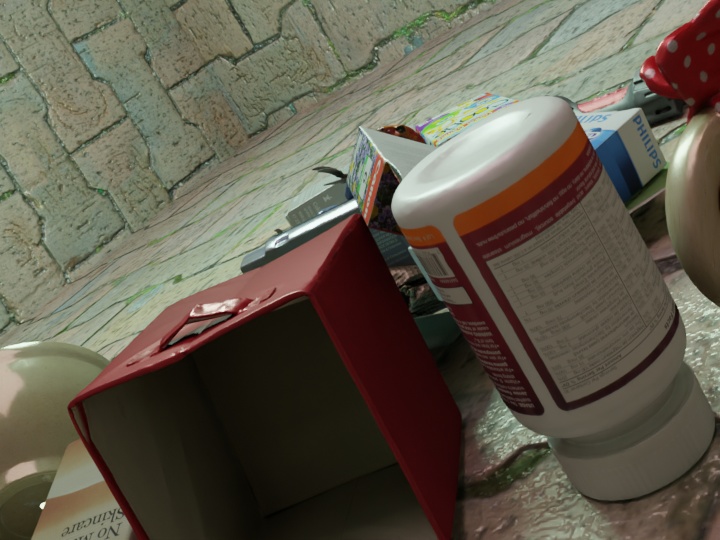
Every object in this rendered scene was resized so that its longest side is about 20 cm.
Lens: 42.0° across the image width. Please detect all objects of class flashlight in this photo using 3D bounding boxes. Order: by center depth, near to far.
[{"bbox_3d":[0.273,-0.188,1.068,0.199,0.068,0.068,-17,27,50],"label":"flashlight"}]

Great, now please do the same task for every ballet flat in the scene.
[{"bbox_3d":[-0.018,0.036,0.844,0.197,0.068,0.046,-10,19,15],"label":"ballet flat"}]

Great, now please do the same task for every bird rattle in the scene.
[{"bbox_3d":[0.235,-0.056,0.534,0.112,0.199,0.165,-6,54,59],"label":"bird rattle"}]

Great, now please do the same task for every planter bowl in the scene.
[{"bbox_3d":[-0.309,0.190,0.903,0.199,0.201,0.135,-32,42,1],"label":"planter bowl"}]

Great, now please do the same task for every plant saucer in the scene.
[{"bbox_3d":[-0.003,0.067,0.783,0.197,0.028,0.200,-13,-6,-1],"label":"plant saucer"}]

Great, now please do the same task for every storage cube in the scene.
[{"bbox_3d":[-0.046,0.095,0.608,0.169,0.202,0.180,-25,12,15],"label":"storage cube"}]

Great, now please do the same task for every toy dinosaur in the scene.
[{"bbox_3d":[-0.001,-0.072,0.994,0.181,0.105,0.200,-40,-4,0],"label":"toy dinosaur"}]

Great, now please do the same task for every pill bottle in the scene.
[{"bbox_3d":[0.109,0.018,0.511,0.109,0.201,0.110,-30,15,9],"label":"pill bottle"}]

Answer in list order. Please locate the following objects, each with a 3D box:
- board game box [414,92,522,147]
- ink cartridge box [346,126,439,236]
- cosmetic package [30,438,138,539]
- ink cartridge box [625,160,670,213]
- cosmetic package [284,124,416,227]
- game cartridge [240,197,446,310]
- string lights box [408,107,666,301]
[{"bbox_3d":[0.137,-0.130,1.064,0.104,0.104,0.200,-25,14,2],"label":"board game box"},{"bbox_3d":[0.055,-0.049,0.651,0.200,0.107,0.051,-111,35,-70],"label":"ink cartridge box"},{"bbox_3d":[-0.166,0.201,0.636,0.102,0.088,0.201,-24,31,16],"label":"cosmetic package"},{"bbox_3d":[0.202,-0.056,0.849,0.144,0.048,0.200,-33,22,1],"label":"ink cartridge box"},{"bbox_3d":[0.014,-0.091,1.224,0.198,0.107,0.090,-31,15,15],"label":"cosmetic package"},{"bbox_3d":[0.000,0.000,0.869,0.198,0.131,0.038,-24,19,22],"label":"game cartridge"},{"bbox_3d":[0.146,-0.054,0.776,0.199,0.059,0.102,-40,21,-17],"label":"string lights box"}]
